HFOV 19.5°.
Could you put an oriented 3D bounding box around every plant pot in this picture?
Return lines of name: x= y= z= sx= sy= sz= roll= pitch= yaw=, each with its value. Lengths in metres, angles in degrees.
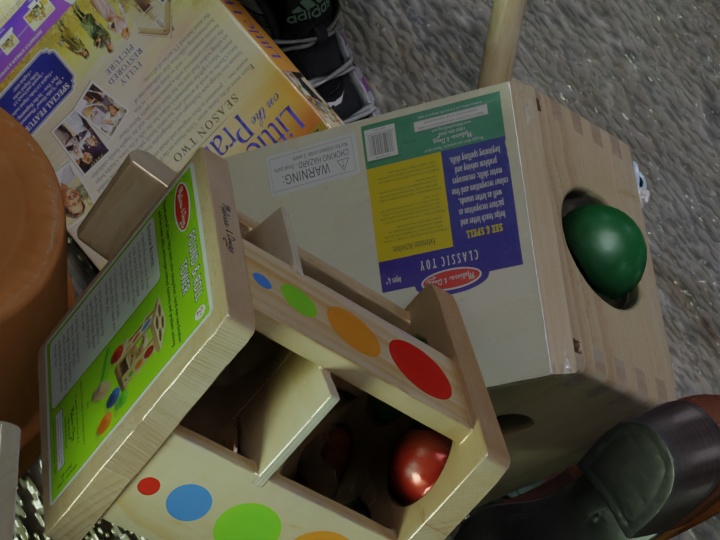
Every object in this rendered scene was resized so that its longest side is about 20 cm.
plant pot: x=-0.216 y=0.003 z=0.961 sx=0.200 sy=0.140 sz=0.200 roll=11 pitch=56 yaw=-17

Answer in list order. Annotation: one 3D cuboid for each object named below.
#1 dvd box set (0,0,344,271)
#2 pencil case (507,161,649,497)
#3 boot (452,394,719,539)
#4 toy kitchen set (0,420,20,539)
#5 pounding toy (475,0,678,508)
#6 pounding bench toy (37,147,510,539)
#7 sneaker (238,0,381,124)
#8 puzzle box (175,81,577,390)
dvd box set: x=-0.119 y=-0.095 z=1.066 sx=0.200 sy=0.146 sz=0.029 roll=49 pitch=19 yaw=11
pencil case: x=0.115 y=0.030 z=1.117 sx=0.091 sy=0.083 sz=0.200 roll=-4 pitch=60 yaw=5
boot: x=0.155 y=0.106 z=1.026 sx=0.200 sy=0.188 sz=0.069 roll=-10 pitch=57 yaw=-43
toy kitchen set: x=-0.198 y=0.177 z=0.862 sx=0.163 sy=0.180 sz=0.200 roll=25 pitch=55 yaw=-44
pounding toy: x=0.056 y=-0.009 z=1.018 sx=0.142 sy=0.200 sz=0.184 roll=24 pitch=48 yaw=-42
pounding bench toy: x=-0.039 y=0.039 z=0.899 sx=0.156 sy=0.124 sz=0.200 roll=29 pitch=24 yaw=-26
sneaker: x=-0.029 y=-0.116 z=1.110 sx=0.200 sy=0.140 sz=0.078 roll=45 pitch=55 yaw=9
puzzle box: x=0.000 y=0.000 z=0.967 sx=0.025 sy=0.200 sz=0.133 roll=4 pitch=76 yaw=-56
